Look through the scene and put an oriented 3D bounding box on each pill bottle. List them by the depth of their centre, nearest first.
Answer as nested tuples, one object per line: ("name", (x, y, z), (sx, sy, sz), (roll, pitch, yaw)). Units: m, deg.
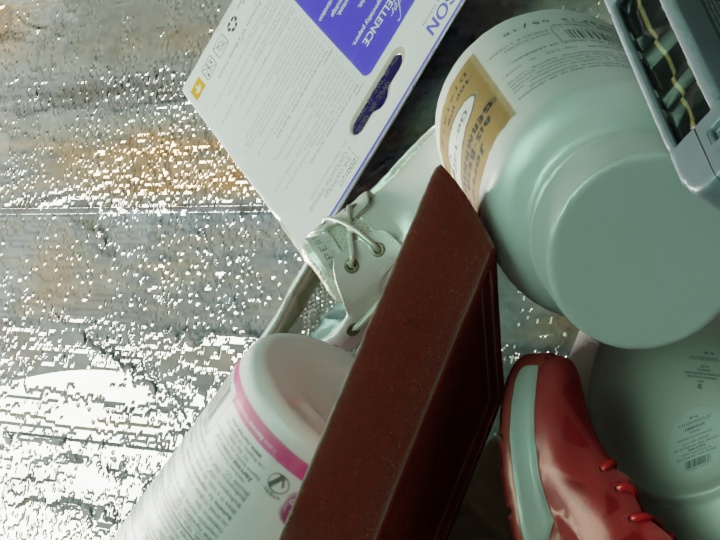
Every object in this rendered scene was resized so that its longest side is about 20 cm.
("pill bottle", (0.106, -0.041, 1.160), (0.114, 0.114, 0.200), (-61, 18, 14))
("pill bottle", (-0.061, 0.141, 1.329), (0.200, 0.113, 0.113), (-54, 41, 23))

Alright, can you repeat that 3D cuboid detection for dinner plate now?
("dinner plate", (0.161, 0.045, 1.157), (0.200, 0.024, 0.201), (-26, 51, 37))

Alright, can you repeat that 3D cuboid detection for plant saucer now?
("plant saucer", (0.022, 0.084, 1.152), (0.037, 0.200, 0.200), (17, 65, 14))

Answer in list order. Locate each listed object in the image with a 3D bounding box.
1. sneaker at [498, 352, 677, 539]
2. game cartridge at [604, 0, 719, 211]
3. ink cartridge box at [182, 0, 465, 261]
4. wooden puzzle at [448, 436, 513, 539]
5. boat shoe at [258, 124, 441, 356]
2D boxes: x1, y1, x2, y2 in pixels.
("sneaker", (0.130, 0.124, 1.109), (0.115, 0.078, 0.200), (-13, 71, 15))
("game cartridge", (0.177, -0.062, 1.101), (0.040, 0.133, 0.200), (-52, 26, 24))
("ink cartridge box", (-0.008, -0.129, 1.443), (0.198, 0.043, 0.200), (-58, 38, 18))
("wooden puzzle", (0.045, 0.195, 1.202), (0.200, 0.046, 0.185), (-43, 38, -5))
("boat shoe", (0.000, 0.000, 1.359), (0.200, 0.069, 0.071), (-58, 37, 16))
